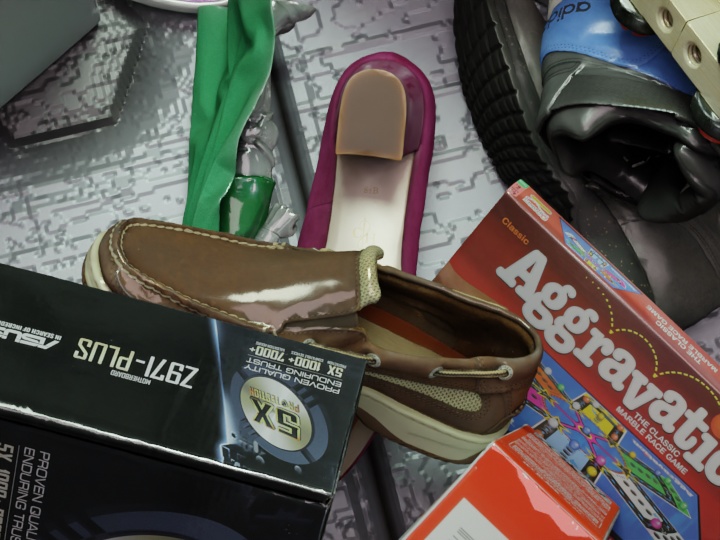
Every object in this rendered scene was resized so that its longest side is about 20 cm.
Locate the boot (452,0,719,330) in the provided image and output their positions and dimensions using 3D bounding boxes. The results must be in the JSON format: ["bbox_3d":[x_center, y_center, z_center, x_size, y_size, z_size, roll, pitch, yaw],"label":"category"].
[{"bbox_3d":[0.133,-0.064,1.271,0.130,0.068,0.200,-22,81,-18],"label":"boot"}]

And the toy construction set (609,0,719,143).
[{"bbox_3d":[0.181,-0.122,1.155,0.131,0.092,0.200,-19,46,-28],"label":"toy construction set"}]

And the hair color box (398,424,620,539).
[{"bbox_3d":[0.047,0.125,1.134,0.064,0.200,0.111,43,94,7],"label":"hair color box"}]

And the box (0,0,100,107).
[{"bbox_3d":[-0.223,-0.171,1.224,0.106,0.152,0.200,-42,82,-11],"label":"box"}]

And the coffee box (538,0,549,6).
[{"bbox_3d":[0.063,-0.274,1.236,0.198,0.200,0.200,30,78,5],"label":"coffee box"}]

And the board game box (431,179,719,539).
[{"bbox_3d":[0.113,0.063,1.220,0.200,0.103,0.019,43,34,7],"label":"board game box"}]

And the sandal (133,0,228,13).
[{"bbox_3d":[-0.129,-0.193,1.285,0.203,0.050,0.083,36,78,5],"label":"sandal"}]

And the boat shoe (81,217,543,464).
[{"bbox_3d":[-0.015,0.013,1.156,0.202,0.075,0.075,19,42,-22],"label":"boat shoe"}]

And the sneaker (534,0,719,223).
[{"bbox_3d":[0.172,-0.060,1.204,0.200,0.077,0.111,18,57,-8],"label":"sneaker"}]

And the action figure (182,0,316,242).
[{"bbox_3d":[-0.058,-0.022,1.233,0.055,0.118,0.200,10,85,-11],"label":"action figure"}]

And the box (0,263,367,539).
[{"bbox_3d":[-0.099,0.115,1.137,0.163,0.200,0.086,15,39,0],"label":"box"}]

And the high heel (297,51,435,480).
[{"bbox_3d":[0.000,0.000,1.258,0.067,0.096,0.200,15,98,4],"label":"high heel"}]
